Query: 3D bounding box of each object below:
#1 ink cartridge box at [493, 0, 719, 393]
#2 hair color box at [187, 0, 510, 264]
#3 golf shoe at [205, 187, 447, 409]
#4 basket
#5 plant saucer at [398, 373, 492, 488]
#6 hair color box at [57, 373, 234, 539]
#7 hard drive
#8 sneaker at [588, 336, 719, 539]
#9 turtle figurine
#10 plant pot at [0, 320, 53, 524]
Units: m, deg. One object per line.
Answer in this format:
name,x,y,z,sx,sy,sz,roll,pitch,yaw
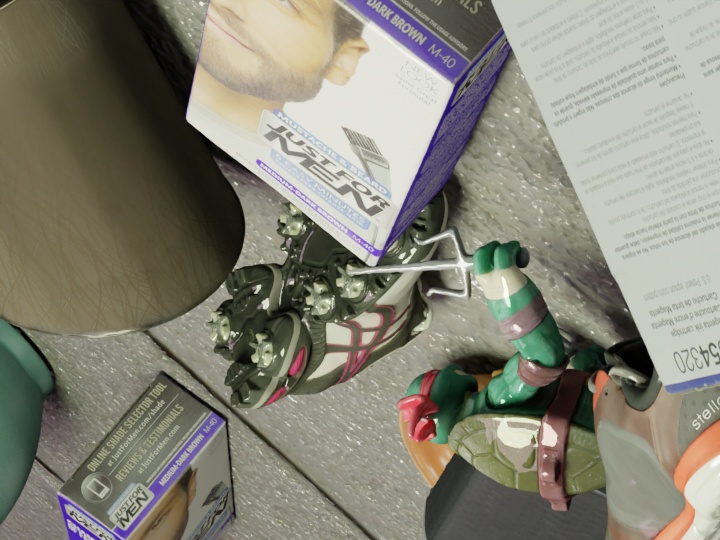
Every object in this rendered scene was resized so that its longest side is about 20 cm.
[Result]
ink cartridge box,0.115,-0.069,0.781,0.200,0.043,0.196,65,157,-1
hair color box,-0.005,-0.087,1.018,0.109,0.065,0.200,38,158,6
golf shoe,0.000,0.000,1.214,0.200,0.088,0.077,-44,55,52
basket,-0.164,-0.085,1.230,0.180,0.136,0.200,21,149,33
plant saucer,0.109,0.120,1.303,0.200,0.037,0.200,34,159,15
hair color box,-0.144,0.163,1.726,0.065,0.109,0.200,34,159,15
hard drive,0.132,0.136,1.190,0.200,0.042,0.135,27,140,0
sneaker,0.125,0.063,0.964,0.082,0.077,0.200,56,161,16
turtle figurine,0.093,0.053,1.072,0.200,0.101,0.150,10,169,16
plant pot,-0.311,0.094,1.836,0.200,0.134,0.200,33,158,15
